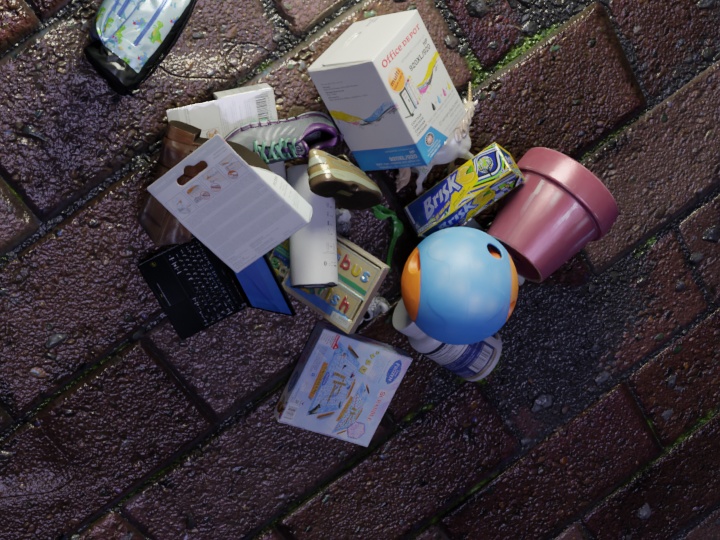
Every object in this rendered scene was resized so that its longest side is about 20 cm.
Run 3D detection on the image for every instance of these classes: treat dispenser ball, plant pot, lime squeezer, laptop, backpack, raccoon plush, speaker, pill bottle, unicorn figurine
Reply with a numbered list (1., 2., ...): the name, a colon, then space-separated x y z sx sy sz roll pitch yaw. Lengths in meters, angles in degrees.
1. treat dispenser ball: 0.169 0.027 1.734 0.200 0.201 0.202 -8 115 -17
2. plant pot: 0.322 -0.086 1.787 0.179 0.200 0.200 -51 120 -10
3. lime squeezer: 0.033 -0.087 1.802 0.070 0.038 0.200 -17 123 23
4. laptop: -0.238 0.033 1.694 0.199 0.103 0.178 -27 125 -5
5. backpack: -0.318 -0.369 1.478 0.200 0.163 0.154 -43 105 -6
6. raccoon plush: 0.000 0.000 1.793 0.134 0.097 0.201 8 109 -31
7. speaker: -0.079 -0.073 1.674 0.081 0.081 0.201 -1 85 -20
8. pill bottle: 0.158 0.117 1.887 0.200 0.111 0.111 32 99 -28
9. unicorn figurine: 0.149 -0.210 1.757 0.200 0.074 0.138 -36 141 -22

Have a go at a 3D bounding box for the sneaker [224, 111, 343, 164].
1. sneaker: -0.128 -0.201 1.606 0.199 0.088 0.075 -21 118 -13

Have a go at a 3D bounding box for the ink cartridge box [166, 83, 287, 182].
1. ink cartridge box: -0.215 -0.189 1.652 0.176 0.045 0.201 -14 116 -15

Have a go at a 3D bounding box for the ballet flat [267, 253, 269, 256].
1. ballet flat: -0.187 -0.063 1.671 0.074 0.074 0.200 -13 142 -15

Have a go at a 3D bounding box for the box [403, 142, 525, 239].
1. box: 0.178 -0.131 1.751 0.200 0.064 0.070 -36 154 20

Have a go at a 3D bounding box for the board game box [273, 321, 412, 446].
1. board game box: -0.032 0.215 1.898 0.199 0.041 0.200 21 103 -26

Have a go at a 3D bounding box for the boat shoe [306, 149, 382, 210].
1. boat shoe: -0.024 -0.152 1.642 0.071 0.076 0.200 -21 163 19

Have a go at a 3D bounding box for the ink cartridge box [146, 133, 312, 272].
1. ink cartridge box: -0.197 -0.107 1.543 0.160 0.047 0.200 -32 118 26

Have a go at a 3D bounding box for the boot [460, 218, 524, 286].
1. boot: 0.200 -0.004 1.875 0.200 0.072 0.144 40 95 -21

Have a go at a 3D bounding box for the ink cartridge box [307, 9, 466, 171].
1. ink cartridge box: 0.045 -0.285 1.620 0.147 0.144 0.200 -53 126 -32

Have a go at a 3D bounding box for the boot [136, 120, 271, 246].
1. boot: -0.249 -0.111 1.593 0.186 0.064 0.201 26 113 9

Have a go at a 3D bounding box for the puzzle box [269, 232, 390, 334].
1. puzzle box: -0.061 0.000 1.723 0.133 0.200 0.025 -62 159 11
